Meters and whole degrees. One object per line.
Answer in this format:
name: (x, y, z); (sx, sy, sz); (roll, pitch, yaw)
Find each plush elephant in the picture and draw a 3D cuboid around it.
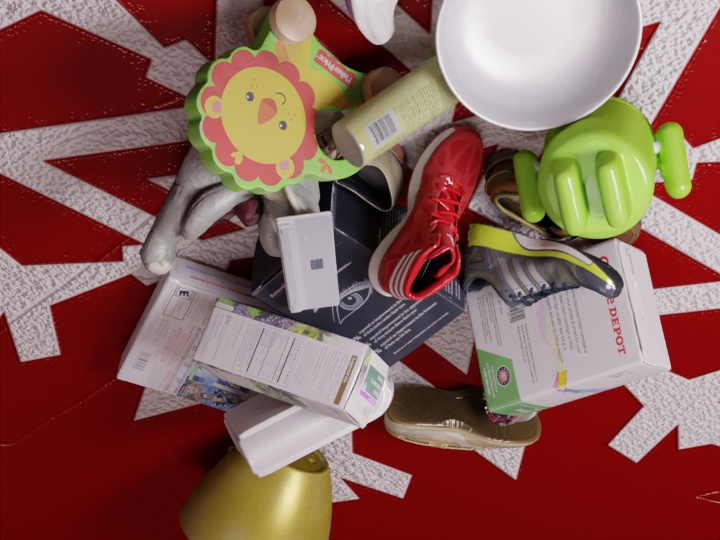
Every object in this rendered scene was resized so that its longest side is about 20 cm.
plush elephant: (-0.113, -0.082, 1.626); (0.154, 0.165, 0.200); (26, 121, -6)

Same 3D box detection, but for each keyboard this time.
keyboard: (-0.053, -0.007, 1.621); (0.056, 0.011, 0.200); (-12, 152, -5)

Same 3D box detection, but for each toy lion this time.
toy lion: (-0.071, -0.154, 1.533); (0.200, 0.192, 0.069); (33, 160, -28)

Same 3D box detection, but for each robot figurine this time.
robot figurine: (0.239, -0.107, 1.571); (0.175, 0.200, 0.116); (-12, 112, 17)

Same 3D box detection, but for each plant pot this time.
plant pot: (-0.115, 0.291, 2.009); (0.199, 0.200, 0.142); (21, 107, -17)

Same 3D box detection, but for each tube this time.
tube: (0.061, -0.174, 1.550); (0.052, 0.200, 0.058); (54, 159, 0)

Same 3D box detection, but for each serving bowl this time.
serving bowl: (0.168, -0.239, 1.511); (0.199, 0.066, 0.201); (-2, 118, -4)

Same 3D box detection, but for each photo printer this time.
photo printer: (-0.057, 0.163, 1.848); (0.199, 0.166, 0.070); (-26, 99, -8)

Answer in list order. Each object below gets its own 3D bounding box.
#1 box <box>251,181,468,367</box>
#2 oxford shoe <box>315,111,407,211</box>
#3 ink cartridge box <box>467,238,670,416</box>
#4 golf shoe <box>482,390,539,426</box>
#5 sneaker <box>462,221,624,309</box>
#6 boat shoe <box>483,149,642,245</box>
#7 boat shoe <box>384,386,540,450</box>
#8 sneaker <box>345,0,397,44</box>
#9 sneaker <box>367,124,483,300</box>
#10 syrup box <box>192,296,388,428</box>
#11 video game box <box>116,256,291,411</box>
box: (0.000, 0.000, 1.748); (0.200, 0.105, 0.148); (33, 128, -26)
oxford shoe: (-0.022, -0.139, 1.630); (0.070, 0.075, 0.200); (-34, 124, 32)
ink cartridge box: (0.232, 0.067, 1.749); (0.199, 0.145, 0.084); (-21, 159, 30)
golf shoe: (0.224, 0.101, 1.876); (0.092, 0.073, 0.200); (-8, 140, -42)
sneaker: (0.195, 0.007, 1.693); (0.199, 0.081, 0.074); (16, 179, 40)
boat shoe: (0.221, -0.059, 1.702); (0.199, 0.068, 0.072); (19, 131, -18)
boat shoe: (0.126, 0.191, 1.965); (0.199, 0.074, 0.066); (11, 147, -6)
sneaker: (0.033, -0.296, 1.469); (0.099, 0.075, 0.201); (1, 135, 3)
sneaker: (0.092, -0.053, 1.622); (0.078, 0.115, 0.201); (25, 90, -28)
syrup box: (-0.077, 0.103, 1.742); (0.199, 0.082, 0.079); (16, 166, 23)
video game box: (-0.177, 0.084, 1.883); (0.182, 0.047, 0.200); (20, 133, -14)
